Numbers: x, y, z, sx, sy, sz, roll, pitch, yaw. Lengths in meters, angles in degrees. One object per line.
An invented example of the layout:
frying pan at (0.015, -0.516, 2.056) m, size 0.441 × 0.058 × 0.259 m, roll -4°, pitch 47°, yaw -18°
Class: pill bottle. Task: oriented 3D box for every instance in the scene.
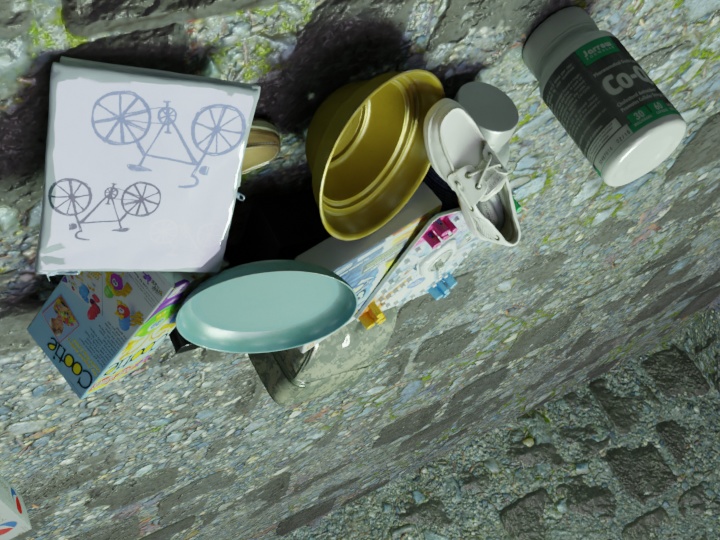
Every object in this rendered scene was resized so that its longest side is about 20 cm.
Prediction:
pill bottle at (0.122, -0.137, 1.053) m, size 0.110 × 0.112 × 0.201 m, roll -16°, pitch 153°, yaw -30°
pill bottle at (0.285, -0.211, 0.992) m, size 0.112 × 0.202 × 0.114 m, roll -25°, pitch 156°, yaw -12°

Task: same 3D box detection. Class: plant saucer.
plant saucer at (-0.101, 0.039, 0.901) m, size 0.197 × 0.028 × 0.201 m, roll -8°, pitch 152°, yaw -4°

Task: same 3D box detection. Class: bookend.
bookend at (-0.136, -0.011, 1.014) m, size 0.198 × 0.093 × 0.200 m, roll -15°, pitch 150°, yaw -30°

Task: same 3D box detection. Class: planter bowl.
planter bowl at (0.000, -0.141, 0.902) m, size 0.200 × 0.083 × 0.202 m, roll -38°, pitch 149°, yaw -28°

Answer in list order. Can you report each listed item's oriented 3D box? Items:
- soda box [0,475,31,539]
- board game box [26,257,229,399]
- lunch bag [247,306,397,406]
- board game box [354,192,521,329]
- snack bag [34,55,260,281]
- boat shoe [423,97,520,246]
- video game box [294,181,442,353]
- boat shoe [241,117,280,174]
soda box at (-0.562, 0.356, 1.254) m, size 0.067 × 0.064 × 0.201 m, roll -23°, pitch 155°, yaw -18°
board game box at (-0.255, 0.029, 0.904) m, size 0.200 × 0.105 × 0.103 m, roll -44°, pitch 173°, yaw 28°
lunch bag at (-0.051, 0.094, 1.260) m, size 0.198 × 0.140 × 0.168 m, roll -7°, pitch 147°, yaw -45°
board game box at (0.106, -0.012, 1.094) m, size 0.199 × 0.026 × 0.201 m, roll -18°, pitch 152°, yaw -48°
snack bag at (-0.193, -0.084, 0.757) m, size 0.186 × 0.021 × 0.203 m, roll -1°, pitch 119°, yaw -31°
boat shoe at (0.137, -0.107, 0.936) m, size 0.071 × 0.069 × 0.201 m, roll -43°, pitch 128°, yaw -10°
video game box at (0.000, 0.000, 1.031) m, size 0.199 × 0.047 × 0.183 m, roll -32°, pitch 161°, yaw -24°
boat shoe at (-0.161, -0.099, 0.831) m, size 0.198 × 0.077 × 0.072 m, roll -17°, pitch 153°, yaw -30°
